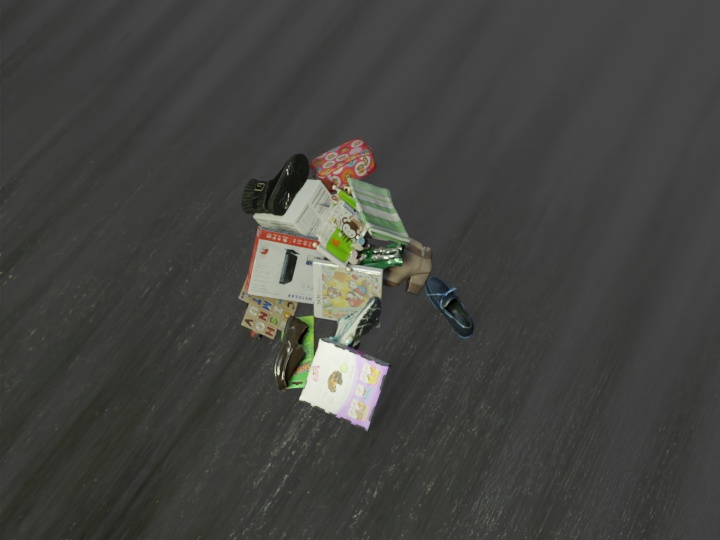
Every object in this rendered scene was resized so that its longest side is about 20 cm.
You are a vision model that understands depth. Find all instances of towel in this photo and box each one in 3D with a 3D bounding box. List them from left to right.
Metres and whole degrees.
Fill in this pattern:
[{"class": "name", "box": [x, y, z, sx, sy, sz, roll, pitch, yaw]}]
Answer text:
[{"class": "towel", "box": [0.050, -0.164, 1.544, 0.150, 0.023, 0.203, 12, 46, -36]}]

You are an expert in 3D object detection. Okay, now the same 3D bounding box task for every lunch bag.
[{"class": "lunch bag", "box": [-0.061, -0.341, 1.795, 0.196, 0.083, 0.177, -26, 39, -6]}]

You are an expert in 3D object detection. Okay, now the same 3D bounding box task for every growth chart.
[{"class": "growth chart", "box": [-0.045, -0.110, 1.511, 0.142, 0.018, 0.204, 26, 69, -17]}]

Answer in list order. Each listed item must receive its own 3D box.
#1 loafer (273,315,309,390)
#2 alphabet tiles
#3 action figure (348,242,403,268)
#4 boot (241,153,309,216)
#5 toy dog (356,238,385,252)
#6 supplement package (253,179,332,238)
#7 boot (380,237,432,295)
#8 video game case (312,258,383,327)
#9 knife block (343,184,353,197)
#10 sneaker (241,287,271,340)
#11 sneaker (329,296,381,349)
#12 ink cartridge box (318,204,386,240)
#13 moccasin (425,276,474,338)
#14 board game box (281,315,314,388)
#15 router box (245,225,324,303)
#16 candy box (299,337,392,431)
[{"class": "loafer", "box": [-0.183, 0.222, 1.523, 0.069, 0.073, 0.205, 9, 70, 7]}, {"class": "alphabet tiles", "box": [-0.258, 0.085, 1.596, 0.164, 0.008, 0.204, 26, 56, -16]}, {"class": "action figure", "box": [0.019, -0.036, 1.556, 0.195, 0.056, 0.119, -11, 28, 17]}, {"class": "boot", "box": [-0.253, -0.254, 1.654, 0.155, 0.080, 0.214, 10, 62, 43]}, {"class": "toy dog", "box": [0.000, 0.000, 1.648, 0.199, 0.096, 0.133, -39, 69, 3]}, {"class": "supplement package", "box": [-0.192, -0.178, 1.686, 0.197, 0.111, 0.158, 11, 62, 43]}, {"class": "boot", "box": [0.116, -0.022, 1.608, 0.196, 0.070, 0.150, 19, 81, -24]}, {"class": "video game case", "box": [-0.036, 0.065, 1.563, 0.194, 0.186, 0.023, 8, 32, 10]}, {"class": "knife block", "box": [-0.027, -0.218, 1.682, 0.173, 0.197, 0.066, 19, 104, 44]}, {"class": "sneaker", "box": [-0.299, 0.098, 1.616, 0.096, 0.071, 0.205, 16, 61, -18]}, {"class": "sneaker", "box": [-0.022, 0.144, 1.540, 0.086, 0.077, 0.202, 43, 104, 33]}, {"class": "ink cartridge box", "box": [-0.021, -0.138, 1.626, 0.115, 0.196, 0.069, 25, 106, 56]}, {"class": "moccasin", "box": [0.255, 0.089, 1.569, 0.080, 0.069, 0.201, -34, 67, -15]}, {"class": "board game box", "box": [-0.174, 0.228, 1.575, 0.093, 0.030, 0.205, -5, 61, 5]}, {"class": "router box", "box": [-0.206, -0.013, 1.574, 0.195, 0.049, 0.184, 9, 103, -24]}, {"class": "candy box", "box": [-0.038, 0.290, 1.466, 0.196, 0.071, 0.172, 21, 91, 12]}]
